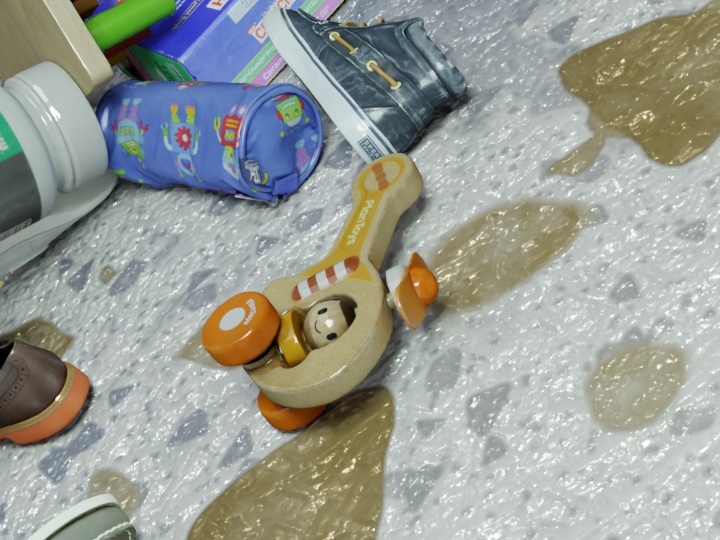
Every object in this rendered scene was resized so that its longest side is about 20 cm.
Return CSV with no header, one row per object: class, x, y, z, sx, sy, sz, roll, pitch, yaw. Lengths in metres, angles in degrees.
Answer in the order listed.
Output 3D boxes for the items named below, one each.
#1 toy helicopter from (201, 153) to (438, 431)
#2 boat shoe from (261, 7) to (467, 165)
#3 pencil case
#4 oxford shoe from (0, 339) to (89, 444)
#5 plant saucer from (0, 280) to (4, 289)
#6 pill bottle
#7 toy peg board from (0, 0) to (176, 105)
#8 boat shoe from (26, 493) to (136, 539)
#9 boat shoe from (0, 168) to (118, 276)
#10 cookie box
toy helicopter,0.000,0.000,1.036,0.132,0.079,0.200,-11,41,36
boat shoe,0.004,-0.148,1.206,0.091,0.071,0.200,-38,41,2
pencil case,-0.112,-0.095,1.246,0.078,0.087,0.200,-10,13,-41
oxford shoe,-0.282,0.091,1.203,0.200,0.073,0.071,-23,39,31
plant saucer,-0.350,0.087,1.223,0.200,0.048,0.200,-54,11,-24
pill bottle,-0.292,-0.068,1.239,0.200,0.113,0.113,-31,29,-24
toy peg board,-0.237,-0.222,1.319,0.098,0.200,0.199,-32,2,-22
boat shoe,-0.198,0.217,0.994,0.060,0.072,0.202,31,64,28
boat shoe,-0.273,-0.033,1.333,0.200,0.072,0.069,-42,-12,-31
cookie box,-0.115,-0.222,1.388,0.171,0.075,0.200,-48,35,-9
